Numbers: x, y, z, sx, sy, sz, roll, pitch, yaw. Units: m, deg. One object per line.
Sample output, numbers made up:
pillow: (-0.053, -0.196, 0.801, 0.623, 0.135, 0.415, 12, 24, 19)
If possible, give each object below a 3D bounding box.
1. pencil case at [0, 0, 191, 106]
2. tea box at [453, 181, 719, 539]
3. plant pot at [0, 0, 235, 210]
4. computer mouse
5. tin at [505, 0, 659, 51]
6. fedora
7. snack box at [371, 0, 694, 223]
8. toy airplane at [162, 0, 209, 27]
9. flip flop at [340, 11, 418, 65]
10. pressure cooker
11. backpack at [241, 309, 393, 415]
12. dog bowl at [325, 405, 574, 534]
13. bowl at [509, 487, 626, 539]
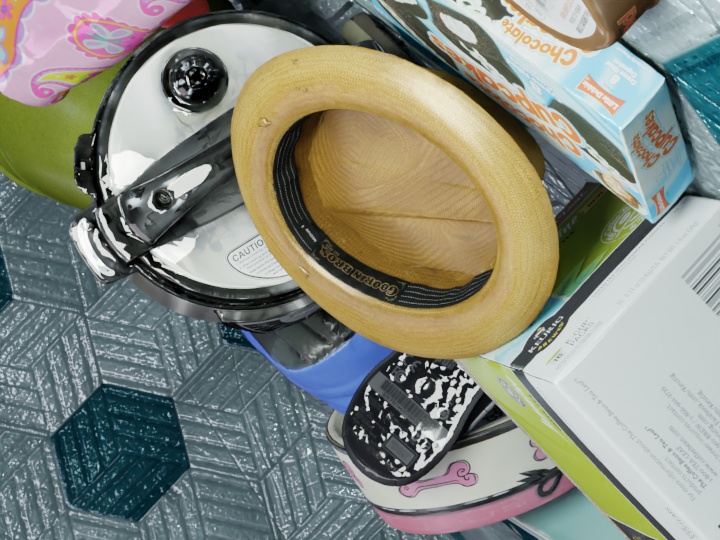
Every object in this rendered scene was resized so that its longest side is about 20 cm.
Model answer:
pencil case: (-0.135, -0.172, 1.504, 0.087, 0.200, 0.088, 31, -139, -31)
tea box: (0.176, 0.069, 1.438, 0.200, 0.134, 0.197, 46, 171, -16)
plant pot: (-0.138, -0.110, 1.775, 0.200, 0.200, 0.193, 49, 174, -34)
computer mouse: (0.089, 0.067, 1.705, 0.140, 0.200, 0.046, 35, -174, 17)
tin: (0.046, -0.174, 1.174, 0.200, 0.042, 0.112, 43, 168, 5)
fedora: (0.029, -0.049, 1.411, 0.200, 0.082, 0.201, 22, 134, 25)
snack box: (0.075, -0.113, 1.334, 0.200, 0.037, 0.116, 40, 173, 25)
toy airplane: (-0.189, -0.234, 1.639, 0.199, 0.141, 0.200, 40, 172, 25)
flip flop: (0.018, -0.089, 1.666, 0.081, 0.058, 0.200, 40, 171, 23)
pressure cooker: (-0.074, -0.058, 1.548, 0.178, 0.176, 0.200, 15, 173, -4)
backpack: (0.000, 0.000, 1.821, 0.168, 0.163, 0.200, 35, -170, -41)
dog bowl: (0.081, 0.109, 1.830, 0.200, 0.200, 0.074, 24, 135, 68)
bowl: (0.204, 0.176, 1.885, 0.201, 0.105, 0.201, 32, 176, 3)
